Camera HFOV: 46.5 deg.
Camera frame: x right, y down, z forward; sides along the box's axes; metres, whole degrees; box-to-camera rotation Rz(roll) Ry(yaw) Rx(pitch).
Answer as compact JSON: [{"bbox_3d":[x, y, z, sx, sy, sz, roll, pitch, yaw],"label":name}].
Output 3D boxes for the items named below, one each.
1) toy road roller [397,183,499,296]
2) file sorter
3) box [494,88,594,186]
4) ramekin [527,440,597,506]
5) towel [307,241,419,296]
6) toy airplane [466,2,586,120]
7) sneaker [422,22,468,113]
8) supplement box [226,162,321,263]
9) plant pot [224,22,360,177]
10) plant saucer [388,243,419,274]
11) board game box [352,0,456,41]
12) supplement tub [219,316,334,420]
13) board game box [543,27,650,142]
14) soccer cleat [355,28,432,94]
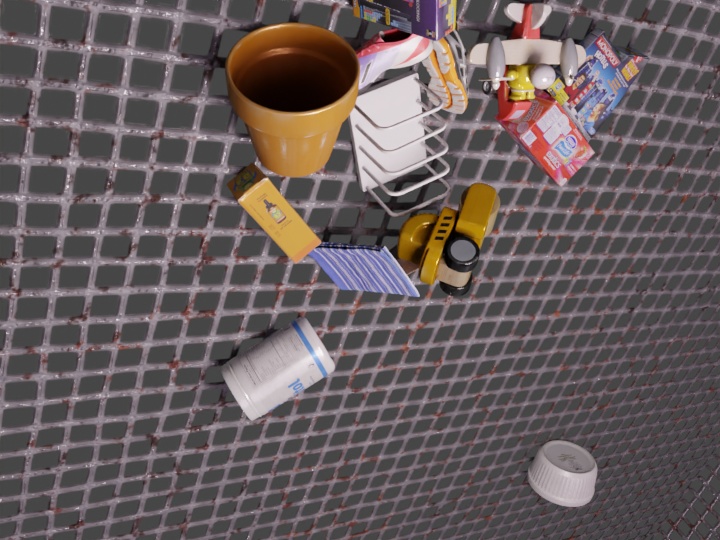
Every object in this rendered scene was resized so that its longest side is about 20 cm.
[{"bbox_3d":[0.152,-0.067,1.497,0.123,0.146,0.200,93,19,-61],"label":"toy road roller"},{"bbox_3d":[0.075,-0.220,1.482,0.139,0.125,0.200,-25,135,-15],"label":"file sorter"},{"bbox_3d":[0.367,-0.268,1.662,0.100,0.095,0.200,-46,136,9],"label":"box"},{"bbox_3d":[0.601,0.590,2.470,0.200,0.200,0.105,-4,118,-31],"label":"ramekin"},{"bbox_3d":[0.000,0.000,1.581,0.145,0.200,0.024,51,57,-38],"label":"towel"},{"bbox_3d":[0.303,-0.379,1.494,0.200,0.141,0.199,-40,135,4],"label":"toy airplane"},{"bbox_3d":[0.159,-0.354,1.475,0.077,0.078,0.200,-60,154,-22],"label":"sneaker"},{"bbox_3d":[-0.152,-0.100,1.488,0.067,0.069,0.200,-39,138,0],"label":"supplement box"},{"bbox_3d":[-0.105,-0.252,1.315,0.200,0.200,0.183,-21,149,-17],"label":"plant pot"},{"bbox_3d":[0.110,-0.042,1.645,0.200,0.200,0.035,-32,101,-6],"label":"plant saucer"},{"bbox_3d":[0.062,-0.462,1.248,0.057,0.165,0.200,-39,142,-34],"label":"board game box"},{"bbox_3d":[-0.165,0.195,1.680,0.200,0.132,0.132,-32,136,-6],"label":"supplement tub"},{"bbox_3d":[0.464,-0.385,1.653,0.200,0.062,0.200,-46,136,7],"label":"board game box"},{"bbox_3d":[0.018,-0.349,1.368,0.200,0.068,0.073,-24,142,8],"label":"soccer cleat"}]
